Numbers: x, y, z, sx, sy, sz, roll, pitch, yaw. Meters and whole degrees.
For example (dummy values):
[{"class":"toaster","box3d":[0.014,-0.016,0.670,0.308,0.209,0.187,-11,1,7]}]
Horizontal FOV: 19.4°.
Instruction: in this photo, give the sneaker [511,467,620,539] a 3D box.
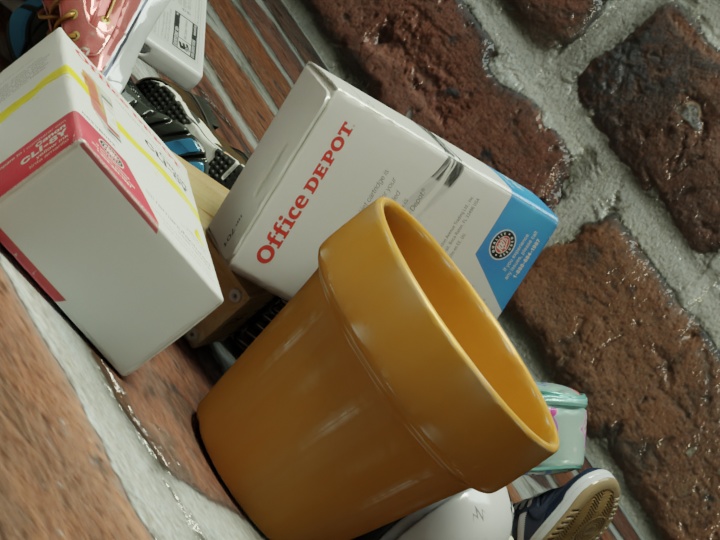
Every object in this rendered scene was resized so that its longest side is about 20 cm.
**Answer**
[{"class":"sneaker","box3d":[0.137,0.208,1.771,0.070,0.201,0.109,-4,48,-36]}]

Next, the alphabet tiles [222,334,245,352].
[{"class":"alphabet tiles","box3d":[-0.142,-0.019,1.676,0.196,0.015,0.200,50,8,-23]}]

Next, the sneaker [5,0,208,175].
[{"class":"sneaker","box3d":[-0.199,-0.121,1.616,0.200,0.073,0.082,49,-13,4]}]

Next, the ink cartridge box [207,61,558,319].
[{"class":"ink cartridge box","box3d":[0.015,-0.032,1.486,0.199,0.147,0.086,29,11,-22]}]

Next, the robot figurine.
[{"class":"robot figurine","box3d":[0.027,0.143,1.543,0.201,0.124,0.150,55,10,17]}]

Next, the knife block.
[{"class":"knife block","box3d":[-0.093,-0.011,1.578,0.201,0.064,0.175,54,23,7]}]

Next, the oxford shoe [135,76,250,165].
[{"class":"oxford shoe","box3d":[-0.151,-0.100,1.831,0.084,0.073,0.200,32,12,-45]}]

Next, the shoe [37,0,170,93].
[{"class":"shoe","box3d":[-0.206,-0.174,1.520,0.091,0.071,0.201,38,54,-20]}]

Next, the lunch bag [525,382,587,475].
[{"class":"lunch bag","box3d":[0.090,0.126,1.779,0.160,0.198,0.078,33,63,-87]}]

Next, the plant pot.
[{"class":"plant pot","box3d":[0.000,0.086,1.380,0.201,0.183,0.200,51,11,-14]}]

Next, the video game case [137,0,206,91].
[{"class":"video game case","box3d":[-0.198,-0.247,1.660,0.181,0.024,0.201,33,29,-24]}]

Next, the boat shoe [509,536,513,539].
[{"class":"boat shoe","box3d":[0.098,0.238,1.703,0.073,0.069,0.200,13,29,-41]}]

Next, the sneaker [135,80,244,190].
[{"class":"sneaker","box3d":[-0.120,-0.068,1.703,0.201,0.073,0.080,56,6,24]}]

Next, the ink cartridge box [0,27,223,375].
[{"class":"ink cartridge box","box3d":[-0.171,-0.049,1.342,0.145,0.083,0.200,49,8,-27]}]

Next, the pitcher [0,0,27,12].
[{"class":"pitcher","box3d":[-0.220,-0.224,1.750,0.172,0.121,0.200,53,15,14]}]
